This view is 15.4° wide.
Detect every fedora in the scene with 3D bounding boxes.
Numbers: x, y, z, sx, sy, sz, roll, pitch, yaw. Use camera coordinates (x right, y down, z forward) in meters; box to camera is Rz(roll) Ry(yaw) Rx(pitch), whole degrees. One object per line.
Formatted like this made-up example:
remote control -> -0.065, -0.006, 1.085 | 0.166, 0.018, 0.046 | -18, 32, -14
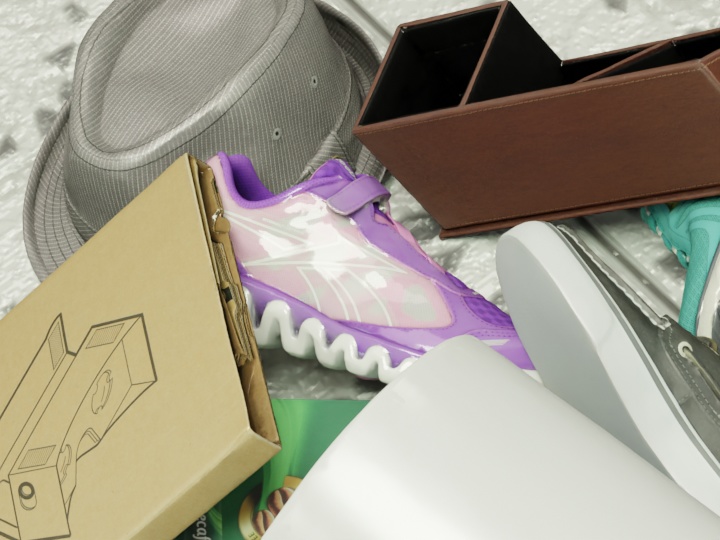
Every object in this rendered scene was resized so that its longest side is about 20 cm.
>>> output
fedora -> -0.079, -0.074, 1.252 | 0.177, 0.090, 0.200 | 28, 66, 31

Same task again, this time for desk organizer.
desk organizer -> 0.099, -0.075, 1.164 | 0.199, 0.077, 0.072 | -8, 48, 43

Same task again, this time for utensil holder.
utensil holder -> 0.070, 0.143, 0.970 | 0.200, 0.170, 0.170 | 39, 70, 15

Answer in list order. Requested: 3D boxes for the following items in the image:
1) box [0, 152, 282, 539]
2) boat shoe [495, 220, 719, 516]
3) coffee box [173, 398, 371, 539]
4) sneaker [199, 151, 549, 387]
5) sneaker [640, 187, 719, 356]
box -> -0.121, 0.068, 1.137 | 0.200, 0.021, 0.164 | -40, 43, 24
boat shoe -> 0.129, 0.059, 1.088 | 0.057, 0.069, 0.200 | -31, 81, -21
coffee box -> -0.016, 0.113, 1.127 | 0.199, 0.044, 0.123 | 2, 55, 16
sneaker -> 0.000, 0.000, 1.160 | 0.199, 0.080, 0.089 | 16, 91, 16
sneaker -> 0.161, -0.028, 1.179 | 0.079, 0.078, 0.201 | -13, 44, 28
